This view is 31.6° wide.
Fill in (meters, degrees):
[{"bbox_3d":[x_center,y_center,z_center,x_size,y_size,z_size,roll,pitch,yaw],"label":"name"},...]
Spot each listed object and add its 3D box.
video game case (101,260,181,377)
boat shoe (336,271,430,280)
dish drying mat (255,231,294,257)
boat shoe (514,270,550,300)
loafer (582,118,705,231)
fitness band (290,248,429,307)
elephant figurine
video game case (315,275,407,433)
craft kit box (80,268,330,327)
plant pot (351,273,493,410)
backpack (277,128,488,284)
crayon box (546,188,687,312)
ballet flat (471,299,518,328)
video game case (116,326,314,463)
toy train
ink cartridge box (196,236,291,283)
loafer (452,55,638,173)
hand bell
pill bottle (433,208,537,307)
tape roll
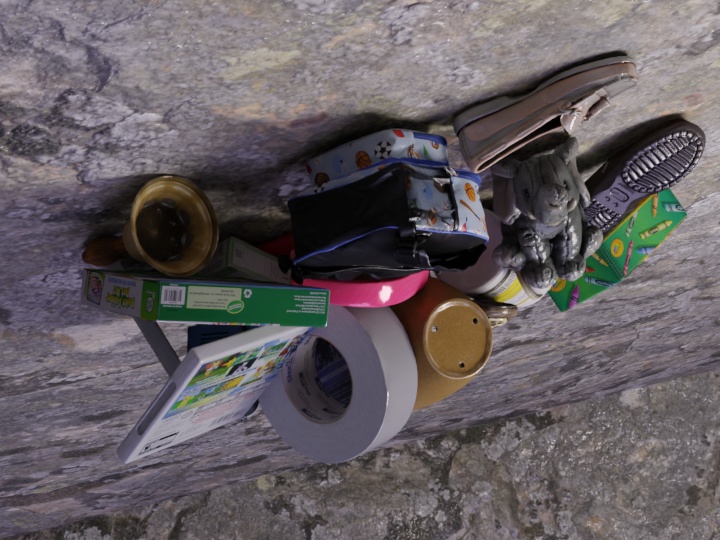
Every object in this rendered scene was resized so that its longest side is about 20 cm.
[{"bbox_3d":[-0.243,0.083,1.514,0.022,0.201,0.182,-31,166,-10],"label":"video game case"},{"bbox_3d":[-0.003,0.003,1.667,0.198,0.069,0.072,-9,163,-17],"label":"boat shoe"},{"bbox_3d":[-0.075,-0.030,1.585,0.198,0.018,0.077,-19,158,20],"label":"dish drying mat"},{"bbox_3d":[0.241,-0.039,1.603,0.068,0.075,0.201,-25,-158,29],"label":"boat shoe"},{"bbox_3d":[0.328,-0.126,1.544,0.073,0.071,0.199,37,127,-24],"label":"loafer"},{"bbox_3d":[0.000,0.000,1.476,0.142,0.038,0.200,15,-161,19],"label":"fitness band"},{"bbox_3d":[0.213,-0.088,1.463,0.141,0.155,0.201,-43,144,-22],"label":"elephant figurine"},{"bbox_3d":[-0.028,0.120,1.554,0.019,0.202,0.143,-20,172,-36],"label":"video game case"},{"bbox_3d":[-0.166,0.028,1.343,0.198,0.049,0.197,4,-176,-34],"label":"craft kit box"},{"bbox_3d":[0.074,0.082,1.546,0.184,0.189,0.200,-7,178,-22],"label":"plant pot"},{"bbox_3d":[0.037,-0.061,1.344,0.199,0.156,0.189,-10,164,42],"label":"backpack"},{"bbox_3d":[0.340,-0.032,1.703,0.200,0.059,0.119,-37,-178,-42],"label":"crayon box"},{"bbox_3d":[0.161,0.065,1.655,0.067,0.047,0.200,9,175,-5],"label":"ballet flat"},{"bbox_3d":[-0.156,0.127,1.408,0.199,0.022,0.183,-16,151,-52],"label":"video game case"},{"bbox_3d":[-0.160,0.110,1.573,0.086,0.115,0.201,-3,151,6],"label":"toy train"},{"bbox_3d":[-0.133,0.032,1.601,0.199,0.048,0.145,26,142,-37],"label":"ink cartridge box"},{"bbox_3d":[0.195,-0.157,1.310,0.198,0.064,0.072,-19,162,17],"label":"loafer"},{"bbox_3d":[-0.250,-0.029,1.370,0.103,0.105,0.199,1,170,-40],"label":"hand bell"},{"bbox_3d":[0.180,-0.011,1.690,0.113,0.116,0.200,-20,162,22],"label":"pill bottle"},{"bbox_3d":[-0.032,0.118,1.482,0.199,0.202,0.066,-26,176,38],"label":"tape roll"}]
